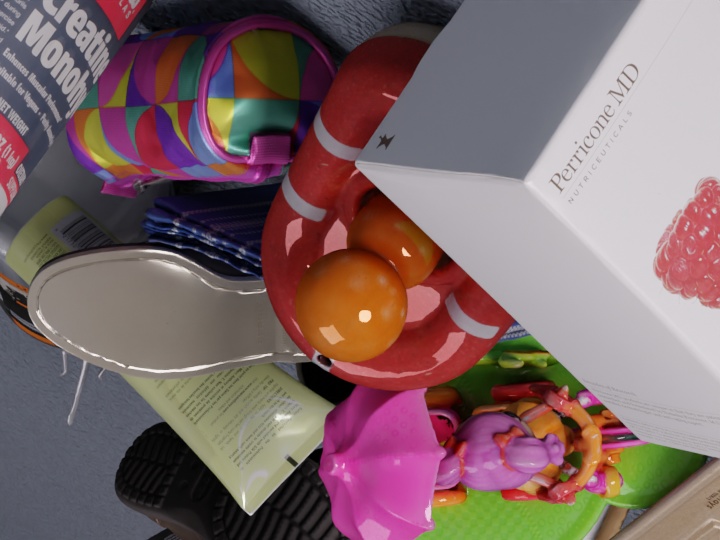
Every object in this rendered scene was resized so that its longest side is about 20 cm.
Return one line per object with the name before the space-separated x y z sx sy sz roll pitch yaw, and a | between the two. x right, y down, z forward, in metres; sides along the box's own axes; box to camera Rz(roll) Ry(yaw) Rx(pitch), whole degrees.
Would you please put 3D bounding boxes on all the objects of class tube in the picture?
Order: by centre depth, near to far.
tube | -0.107 0.042 1.635 0.200 0.058 0.052 40 -154 11

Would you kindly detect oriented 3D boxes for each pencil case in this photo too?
pencil case | -0.083 -0.082 1.521 0.088 0.088 0.200 39 164 -19

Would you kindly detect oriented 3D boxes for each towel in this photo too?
towel | 0.000 0.000 1.567 0.200 0.024 0.145 24 -161 29

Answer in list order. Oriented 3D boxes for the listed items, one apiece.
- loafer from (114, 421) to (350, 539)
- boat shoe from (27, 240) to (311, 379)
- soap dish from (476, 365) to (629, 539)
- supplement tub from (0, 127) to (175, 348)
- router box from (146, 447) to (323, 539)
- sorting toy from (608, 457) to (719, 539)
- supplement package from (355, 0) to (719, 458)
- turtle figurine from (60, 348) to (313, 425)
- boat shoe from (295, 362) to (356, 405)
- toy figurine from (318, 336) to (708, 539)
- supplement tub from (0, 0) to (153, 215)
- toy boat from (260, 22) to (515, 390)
loafer | -0.053 0.137 1.667 0.200 0.073 0.071 24 168 48
boat shoe | -0.083 0.014 1.608 0.200 0.073 0.063 1 -160 -16
soap dish | 0.070 0.127 1.670 0.157 0.200 0.081 28 -156 15
supplement tub | -0.168 -0.025 1.787 0.122 0.123 0.200 31 165 11
router box | -0.020 0.149 1.850 0.200 0.157 0.052 -32 74 50
sorting toy | 0.251 0.154 1.552 0.200 0.036 0.185 33 140 -9
supplement package | 0.121 -0.026 1.211 0.200 0.121 0.120 42 163 -30
turtle figurine | -0.093 0.045 1.732 0.150 0.101 0.200 31 144 -13
boat shoe | 0.004 0.037 1.739 0.072 0.060 0.202 34 164 -1
toy figurine | 0.061 0.095 1.513 0.200 0.150 0.184 -3 -178 19
supplement tub | -0.173 -0.128 1.346 0.140 0.200 0.140 31 164 10
toy boat | 0.014 -0.009 1.374 0.130 0.131 0.200 35 143 4
